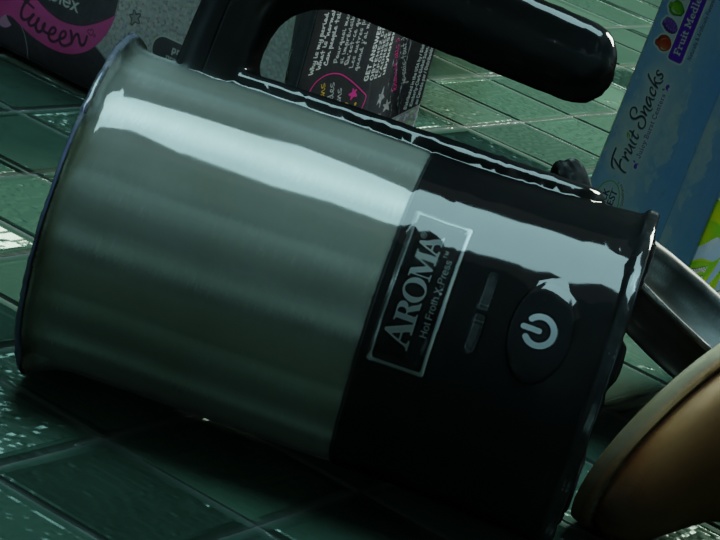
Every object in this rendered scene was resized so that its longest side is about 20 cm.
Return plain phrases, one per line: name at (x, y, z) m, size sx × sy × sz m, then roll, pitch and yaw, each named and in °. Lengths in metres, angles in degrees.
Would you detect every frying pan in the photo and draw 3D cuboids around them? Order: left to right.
frying pan at (0.128, 0.009, 1.063) m, size 0.115 × 0.031 × 0.190 m, roll 40°, pitch 13°, yaw -10°

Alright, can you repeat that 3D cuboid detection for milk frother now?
milk frother at (0.000, 0.000, 0.927) m, size 0.187 × 0.181 × 0.200 m, roll 20°, pitch -27°, yaw 4°

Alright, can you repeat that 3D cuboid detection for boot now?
boot at (0.185, 0.087, 0.911) m, size 0.199 × 0.074 × 0.155 m, roll -22°, pitch 64°, yaw -25°

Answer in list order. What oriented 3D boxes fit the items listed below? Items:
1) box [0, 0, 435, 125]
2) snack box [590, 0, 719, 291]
box at (-0.071, -0.140, 1.254) m, size 0.199 × 0.133 × 0.114 m, roll 28°, pitch 22°, yaw 30°
snack box at (0.185, -0.077, 1.255) m, size 0.067 × 0.170 × 0.200 m, roll 29°, pitch 18°, yaw 23°
